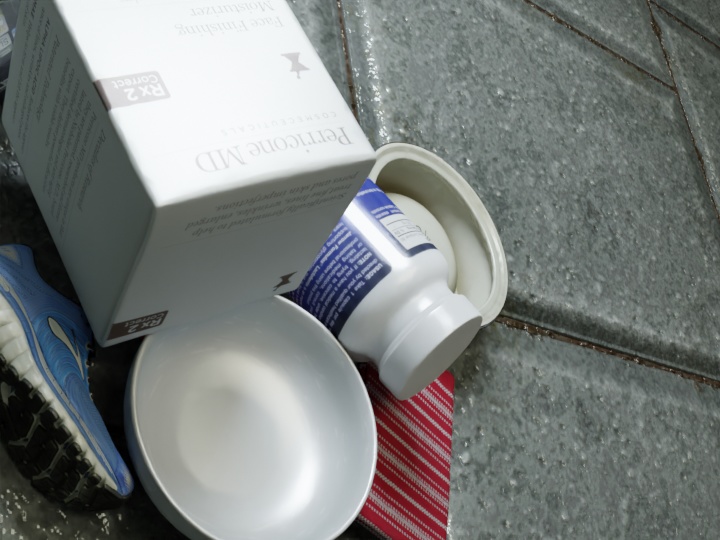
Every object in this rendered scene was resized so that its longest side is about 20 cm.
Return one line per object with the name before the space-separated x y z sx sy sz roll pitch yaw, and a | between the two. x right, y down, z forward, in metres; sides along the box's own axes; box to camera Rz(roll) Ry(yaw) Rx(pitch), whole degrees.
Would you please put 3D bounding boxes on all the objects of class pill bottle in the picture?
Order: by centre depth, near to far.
pill bottle | 0.000 0.000 0.836 0.200 0.116 0.115 47 36 19

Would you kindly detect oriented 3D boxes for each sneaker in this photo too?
sneaker | -0.201 0.064 0.687 0.089 0.078 0.202 -25 84 -48

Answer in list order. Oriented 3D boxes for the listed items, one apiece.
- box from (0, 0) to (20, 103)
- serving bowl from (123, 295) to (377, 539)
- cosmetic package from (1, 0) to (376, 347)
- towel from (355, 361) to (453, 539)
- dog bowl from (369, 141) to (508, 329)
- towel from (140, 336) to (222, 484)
box | -0.236 -0.238 0.759 0.163 0.198 0.049 68 18 11
serving bowl | -0.086 0.115 0.747 0.198 0.066 0.203 21 52 -29
cosmetic package | -0.124 -0.089 0.695 0.163 0.165 0.201 -17 66 -34
towel | 0.035 0.143 0.893 0.145 0.022 0.202 44 40 -37
dog bowl | 0.052 -0.020 1.009 0.199 0.073 0.203 25 50 -33
towel | -0.107 0.069 0.826 0.144 0.022 0.202 -12 72 -47
